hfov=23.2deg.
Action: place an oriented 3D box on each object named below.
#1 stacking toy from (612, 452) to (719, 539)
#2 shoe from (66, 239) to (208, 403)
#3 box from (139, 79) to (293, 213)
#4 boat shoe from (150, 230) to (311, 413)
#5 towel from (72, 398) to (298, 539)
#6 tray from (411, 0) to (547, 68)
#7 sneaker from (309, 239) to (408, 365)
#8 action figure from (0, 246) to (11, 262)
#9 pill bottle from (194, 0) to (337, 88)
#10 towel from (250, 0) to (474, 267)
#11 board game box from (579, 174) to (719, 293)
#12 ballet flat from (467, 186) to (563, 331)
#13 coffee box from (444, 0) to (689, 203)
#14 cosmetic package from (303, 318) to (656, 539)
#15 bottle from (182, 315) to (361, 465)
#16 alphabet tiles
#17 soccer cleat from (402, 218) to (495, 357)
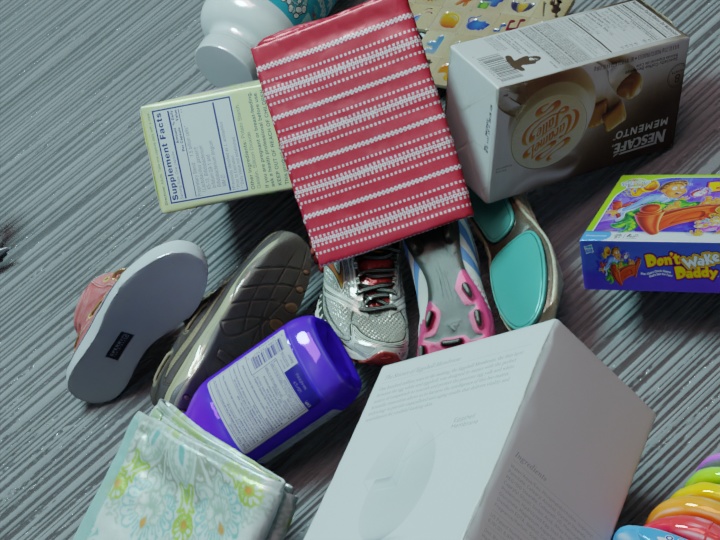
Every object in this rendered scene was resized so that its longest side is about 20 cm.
[{"bbox_3d":[0.264,0.174,1.247,0.115,0.111,0.200,19,45,24],"label":"stacking toy"},{"bbox_3d":[-0.200,0.022,1.538,0.200,0.071,0.092,-50,31,33],"label":"shoe"},{"bbox_3d":[-0.071,-0.126,1.585,0.198,0.098,0.176,-9,8,15],"label":"box"},{"bbox_3d":[-0.120,0.046,1.517,0.073,0.075,0.201,24,74,45],"label":"boat shoe"},{"bbox_3d":[-0.149,0.220,1.363,0.170,0.048,0.202,25,91,40],"label":"towel"},{"bbox_3d":[0.127,-0.220,1.692,0.107,0.022,0.201,-29,45,-3],"label":"tray"},{"bbox_3d":[0.000,0.000,1.495,0.077,0.083,0.201,3,44,-20],"label":"sneaker"},{"bbox_3d":[-0.415,-0.058,1.734,0.118,0.103,0.201,-20,43,1],"label":"action figure"},{"bbox_3d":[-0.089,-0.272,1.771,0.110,0.111,0.201,12,57,31],"label":"pill bottle"},{"bbox_3d":[0.001,-0.119,1.457,0.143,0.022,0.202,-18,86,15],"label":"towel"},{"bbox_3d":[0.290,-0.031,1.402,0.198,0.045,0.135,1,26,24],"label":"board game box"},{"bbox_3d":[0.140,-0.015,1.477,0.067,0.062,0.201,-40,42,26],"label":"ballet flat"},{"bbox_3d":[0.174,-0.147,1.496,0.198,0.115,0.080,-17,41,-26],"label":"coffee box"},{"bbox_3d":[0.079,0.163,1.256,0.199,0.123,0.201,-19,38,51],"label":"cosmetic package"},{"bbox_3d":[-0.096,0.120,1.438,0.199,0.065,0.084,-36,69,14],"label":"bottle"},{"bbox_3d":[0.101,-0.240,1.701,0.198,0.008,0.168,13,57,32],"label":"alphabet tiles"},{"bbox_3d":[0.082,0.028,1.469,0.069,0.086,0.202,-15,70,18],"label":"soccer cleat"}]
